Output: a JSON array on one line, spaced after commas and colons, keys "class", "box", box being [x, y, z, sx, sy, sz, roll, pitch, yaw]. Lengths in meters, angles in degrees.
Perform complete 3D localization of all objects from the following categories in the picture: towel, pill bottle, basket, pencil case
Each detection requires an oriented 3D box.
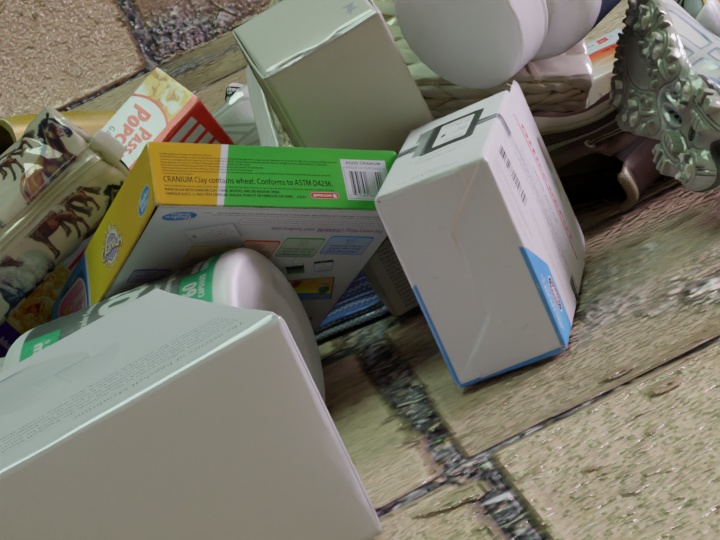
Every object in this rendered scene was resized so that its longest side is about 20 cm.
[{"class": "towel", "box": [0.000, 0.000, 1.620, 0.144, 0.024, 0.200, -23, 12, 15]}, {"class": "pill bottle", "box": [0.110, -0.198, 1.482, 0.119, 0.120, 0.200, -12, 25, 46]}, {"class": "basket", "box": [0.039, -0.126, 1.567, 0.199, 0.136, 0.124, -3, -36, -16]}, {"class": "pencil case", "box": [-0.217, -0.009, 1.412, 0.200, 0.078, 0.089, -44, 19, -5]}, {"class": "pill bottle", "box": [-0.130, 0.071, 1.364, 0.199, 0.113, 0.113, -22, 13, 19]}]

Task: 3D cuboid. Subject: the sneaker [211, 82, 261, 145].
[{"class": "sneaker", "box": [-0.052, -0.094, 1.674, 0.199, 0.081, 0.075, -8, -2, 10]}]

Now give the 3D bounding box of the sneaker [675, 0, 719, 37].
[{"class": "sneaker", "box": [0.240, -0.168, 1.738, 0.077, 0.079, 0.200, -25, 2, 9]}]

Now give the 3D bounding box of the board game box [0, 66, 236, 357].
[{"class": "board game box", "box": [-0.150, -0.008, 1.526, 0.046, 0.152, 0.200, 36, 82, 32]}]

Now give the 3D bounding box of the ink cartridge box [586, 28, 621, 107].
[{"class": "ink cartridge box", "box": [0.121, -0.112, 1.790, 0.199, 0.050, 0.162, -22, 12, 3]}]

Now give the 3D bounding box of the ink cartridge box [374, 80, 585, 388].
[{"class": "ink cartridge box", "box": [0.072, -0.026, 1.361, 0.068, 0.116, 0.200, -21, 12, 14]}]

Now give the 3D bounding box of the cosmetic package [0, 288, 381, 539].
[{"class": "cosmetic package", "box": [-0.128, 0.111, 1.167, 0.199, 0.123, 0.200, -29, 11, -16]}]

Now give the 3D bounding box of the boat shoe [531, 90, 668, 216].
[{"class": "boat shoe", "box": [0.164, -0.067, 1.509, 0.201, 0.075, 0.075, -17, 48, 5]}]

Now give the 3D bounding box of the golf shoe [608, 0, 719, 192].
[{"class": "golf shoe", "box": [0.209, -0.101, 1.433, 0.097, 0.079, 0.200, 6, 31, -17]}]

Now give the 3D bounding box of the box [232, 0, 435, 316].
[{"class": "box", "box": [0.005, -0.074, 1.451, 0.082, 0.200, 0.068, -30, 36, -3]}]

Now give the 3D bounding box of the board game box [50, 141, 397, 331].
[{"class": "board game box", "box": [-0.080, -0.004, 1.408, 0.152, 0.040, 0.200, 1, -29, -25]}]

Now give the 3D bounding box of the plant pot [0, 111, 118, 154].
[{"class": "plant pot", "box": [-0.211, -0.014, 1.748, 0.176, 0.201, 0.200, -20, 5, -42]}]
